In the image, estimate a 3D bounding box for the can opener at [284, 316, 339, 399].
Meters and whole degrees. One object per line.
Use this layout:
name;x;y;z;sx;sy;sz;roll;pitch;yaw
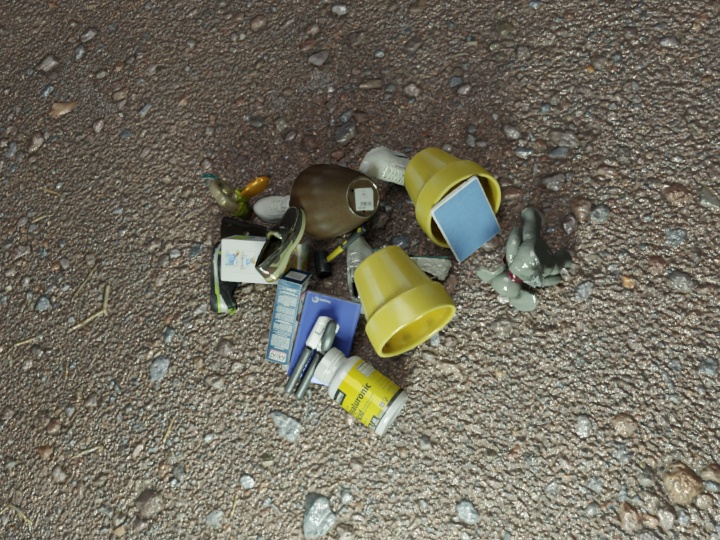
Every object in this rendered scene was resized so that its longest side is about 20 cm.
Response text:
can opener;-0.110;0.197;1.578;0.053;0.067;0.202;27;94;-5

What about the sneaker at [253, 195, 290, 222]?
sneaker;-0.195;-0.170;1.822;0.197;0.100;0.076;5;72;22

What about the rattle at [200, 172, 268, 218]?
rattle;-0.340;-0.245;1.883;0.144;0.129;0.201;-61;34;24

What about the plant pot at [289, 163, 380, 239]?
plant pot;-0.042;-0.168;1.675;0.199;0.186;0.189;4;65;58

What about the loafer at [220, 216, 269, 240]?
loafer;-0.285;-0.084;1.840;0.198;0.073;0.072;15;84;28

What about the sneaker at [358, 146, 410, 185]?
sneaker;0.076;-0.248;1.718;0.081;0.198;0.077;50;124;25

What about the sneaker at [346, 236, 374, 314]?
sneaker;0.000;0.000;1.695;0.073;0.087;0.203;-16;63;13

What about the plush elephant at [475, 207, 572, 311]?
plush elephant;0.353;-0.003;1.556;0.154;0.165;0.201;-33;17;42

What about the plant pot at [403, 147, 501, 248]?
plant pot;0.198;-0.189;1.656;0.200;0.201;0.189;-37;48;1

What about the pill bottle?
pill bottle;-0.002;0.261;1.554;0.199;0.111;0.112;35;82;14

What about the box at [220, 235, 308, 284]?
box;-0.232;-0.026;1.731;0.196;0.112;0.103;4;98;7

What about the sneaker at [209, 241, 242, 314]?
sneaker;-0.347;0.022;1.825;0.081;0.072;0.203;1;66;-10

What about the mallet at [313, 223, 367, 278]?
mallet;-0.051;-0.062;1.713;0.200;0.041;0.067;-46;48;35

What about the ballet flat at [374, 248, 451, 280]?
ballet flat;0.118;-0.011;1.674;0.197;0.072;0.073;8;71;21

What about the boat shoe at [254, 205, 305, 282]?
boat shoe;-0.184;-0.071;1.621;0.072;0.065;0.202;-5;55;37

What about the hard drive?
hard drive;-0.083;0.159;1.623;0.130;0.025;0.203;13;95;-5

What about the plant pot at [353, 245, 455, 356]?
plant pot;0.082;0.058;1.562;0.199;0.201;0.190;-32;69;3

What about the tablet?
tablet;0.242;-0.114;1.600;0.130;0.200;0.014;-37;47;0

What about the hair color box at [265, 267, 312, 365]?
hair color box;-0.167;0.107;1.643;0.060;0.100;0.203;15;108;7
